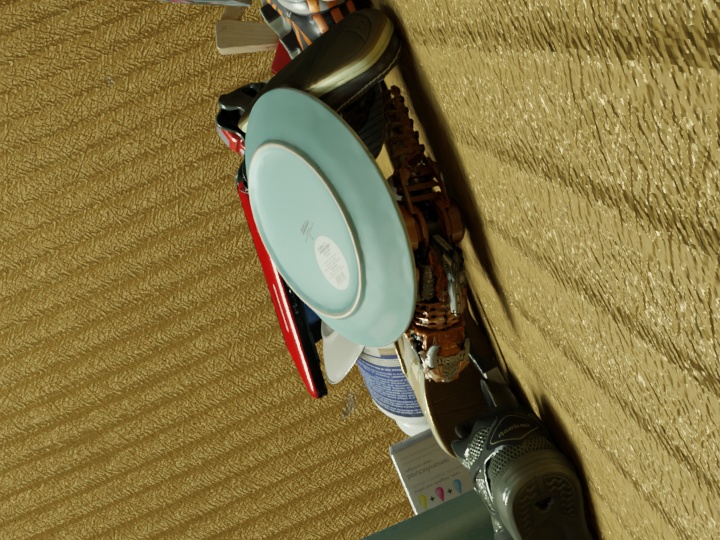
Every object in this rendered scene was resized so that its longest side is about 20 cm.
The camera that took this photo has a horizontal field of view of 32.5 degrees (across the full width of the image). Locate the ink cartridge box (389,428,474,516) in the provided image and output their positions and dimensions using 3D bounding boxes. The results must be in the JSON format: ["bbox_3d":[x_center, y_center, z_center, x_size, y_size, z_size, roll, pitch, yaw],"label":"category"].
[{"bbox_3d":[0.119,0.245,1.207,0.068,0.115,0.201,146,101,-89],"label":"ink cartridge box"}]

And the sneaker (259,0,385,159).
[{"bbox_3d":[-0.021,-0.175,1.083,0.201,0.074,0.088,69,-168,16],"label":"sneaker"}]

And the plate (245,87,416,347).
[{"bbox_3d":[-0.033,-0.032,0.881,0.200,0.025,0.201,39,143,37],"label":"plate"}]

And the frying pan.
[{"bbox_3d":[0.113,0.108,1.020,0.115,0.031,0.191,71,179,-65],"label":"frying pan"}]

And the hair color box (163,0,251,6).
[{"bbox_3d":[-0.099,-0.273,0.789,0.099,0.060,0.201,-86,-2,-79],"label":"hair color box"}]

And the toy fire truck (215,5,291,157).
[{"bbox_3d":[-0.086,-0.214,1.168,0.141,0.200,0.049,38,176,6],"label":"toy fire truck"}]

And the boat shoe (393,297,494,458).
[{"bbox_3d":[0.064,0.062,1.072,0.069,0.073,0.201,5,110,68],"label":"boat shoe"}]

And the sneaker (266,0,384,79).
[{"bbox_3d":[-0.039,-0.199,0.994,0.200,0.077,0.112,-116,4,-58],"label":"sneaker"}]

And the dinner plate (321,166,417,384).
[{"bbox_3d":[0.000,0.000,1.071,0.200,0.024,0.201,-161,90,-79],"label":"dinner plate"}]

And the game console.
[{"bbox_3d":[-0.035,-0.009,1.196,0.172,0.118,0.201,-125,17,-62],"label":"game console"}]

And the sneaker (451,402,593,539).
[{"bbox_3d":[0.123,0.174,0.916,0.114,0.076,0.200,-112,4,-50],"label":"sneaker"}]

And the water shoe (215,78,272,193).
[{"bbox_3d":[-0.068,-0.074,1.075,0.072,0.079,0.201,107,143,-57],"label":"water shoe"}]

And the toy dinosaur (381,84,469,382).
[{"bbox_3d":[0.043,-0.025,0.893,0.136,0.102,0.201,-167,88,-70],"label":"toy dinosaur"}]

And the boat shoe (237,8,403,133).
[{"bbox_3d":[-0.019,-0.129,0.892,0.065,0.073,0.200,37,158,-19],"label":"boat shoe"}]

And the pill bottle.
[{"bbox_3d":[0.051,0.082,1.234,0.200,0.110,0.111,69,177,-48],"label":"pill bottle"}]

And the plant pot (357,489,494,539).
[{"bbox_3d":[0.112,0.299,1.057,0.200,0.195,0.197,119,128,-81],"label":"plant pot"}]
